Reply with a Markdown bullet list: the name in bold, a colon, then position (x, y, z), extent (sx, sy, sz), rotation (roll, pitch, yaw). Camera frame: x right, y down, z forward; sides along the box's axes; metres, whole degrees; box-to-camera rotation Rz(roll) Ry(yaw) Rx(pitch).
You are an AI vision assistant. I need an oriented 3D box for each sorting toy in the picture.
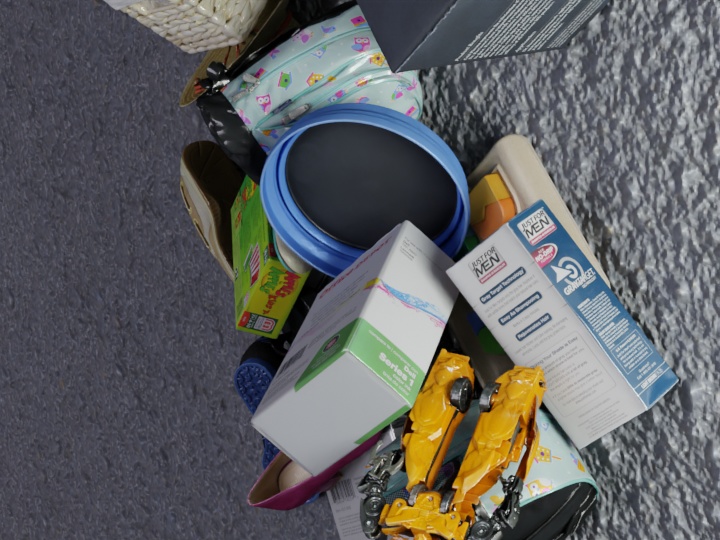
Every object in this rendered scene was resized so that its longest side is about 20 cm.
- **sorting toy**: position (0.131, -0.002, 1.569), extent (0.200, 0.036, 0.185), rotation (-49, 62, 47)

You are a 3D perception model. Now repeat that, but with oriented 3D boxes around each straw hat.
- **straw hat**: position (-0.096, -0.225, 1.748), extent (0.085, 0.201, 0.201), rotation (39, 146, -16)

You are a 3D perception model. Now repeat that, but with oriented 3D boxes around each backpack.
- **backpack**: position (0.111, 0.207, 1.522), extent (0.176, 0.200, 0.153), rotation (58, -172, -63)
- **backpack**: position (-0.041, -0.167, 1.627), extent (0.200, 0.167, 0.127), rotation (-31, 71, 6)

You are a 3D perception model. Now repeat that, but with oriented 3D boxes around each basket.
- **basket**: position (-0.153, -0.332, 1.700), extent (0.136, 0.123, 0.200), rotation (0, 58, 54)

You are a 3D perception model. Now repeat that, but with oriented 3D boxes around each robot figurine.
- **robot figurine**: position (0.083, 0.165, 1.415), extent (0.145, 0.200, 0.058), rotation (10, 147, 26)

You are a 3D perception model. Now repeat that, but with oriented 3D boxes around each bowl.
- **bowl**: position (0.006, -0.071, 1.562), extent (0.201, 0.039, 0.201), rotation (9, 133, 10)

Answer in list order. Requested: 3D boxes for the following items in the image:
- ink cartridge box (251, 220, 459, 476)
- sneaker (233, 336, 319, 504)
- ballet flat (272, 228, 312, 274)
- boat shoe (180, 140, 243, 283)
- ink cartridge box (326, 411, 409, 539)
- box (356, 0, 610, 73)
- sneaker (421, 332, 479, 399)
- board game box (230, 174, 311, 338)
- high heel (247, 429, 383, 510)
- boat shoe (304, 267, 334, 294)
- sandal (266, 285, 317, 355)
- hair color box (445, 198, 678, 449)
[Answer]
- **ink cartridge box**: position (0.001, 0.069, 1.517), extent (0.084, 0.200, 0.145), rotation (41, 129, -12)
- **sneaker**: position (-0.083, 0.167, 1.882), extent (0.070, 0.078, 0.200), rotation (-8, 117, 20)
- **ballet flat**: position (-0.045, -0.079, 1.694), extent (0.200, 0.069, 0.069), rotation (-85, 15, -49)
- **boat shoe**: position (-0.150, -0.052, 1.905), extent (0.200, 0.074, 0.066), rotation (66, 155, 18)
- **ink cartridge box**: position (0.023, 0.175, 1.725), extent (0.147, 0.083, 0.200), rotation (-25, 80, 52)
- **box**: position (0.089, -0.289, 1.405), extent (0.124, 0.197, 0.200), rotation (-45, 64, 49)
- **sneaker**: position (0.071, 0.081, 1.642), extent (0.079, 0.075, 0.200), rotation (-27, 88, 61)
- **board game box**: position (-0.097, -0.034, 1.768), extent (0.200, 0.048, 0.102), rotation (-98, 29, -49)
- **high heel**: position (-0.044, 0.169, 1.659), extent (0.067, 0.096, 0.200), rotation (58, 138, 23)
- **boat shoe**: position (0.000, 0.000, 1.727), extent (0.071, 0.072, 0.200), rotation (58, 151, 12)
- **sandal**: position (-0.076, 0.058, 1.792), extent (0.075, 0.048, 0.200), rotation (56, 166, 4)
- **hair color box**: position (0.176, 0.048, 1.460), extent (0.200, 0.061, 0.100), rotation (53, 138, 3)
